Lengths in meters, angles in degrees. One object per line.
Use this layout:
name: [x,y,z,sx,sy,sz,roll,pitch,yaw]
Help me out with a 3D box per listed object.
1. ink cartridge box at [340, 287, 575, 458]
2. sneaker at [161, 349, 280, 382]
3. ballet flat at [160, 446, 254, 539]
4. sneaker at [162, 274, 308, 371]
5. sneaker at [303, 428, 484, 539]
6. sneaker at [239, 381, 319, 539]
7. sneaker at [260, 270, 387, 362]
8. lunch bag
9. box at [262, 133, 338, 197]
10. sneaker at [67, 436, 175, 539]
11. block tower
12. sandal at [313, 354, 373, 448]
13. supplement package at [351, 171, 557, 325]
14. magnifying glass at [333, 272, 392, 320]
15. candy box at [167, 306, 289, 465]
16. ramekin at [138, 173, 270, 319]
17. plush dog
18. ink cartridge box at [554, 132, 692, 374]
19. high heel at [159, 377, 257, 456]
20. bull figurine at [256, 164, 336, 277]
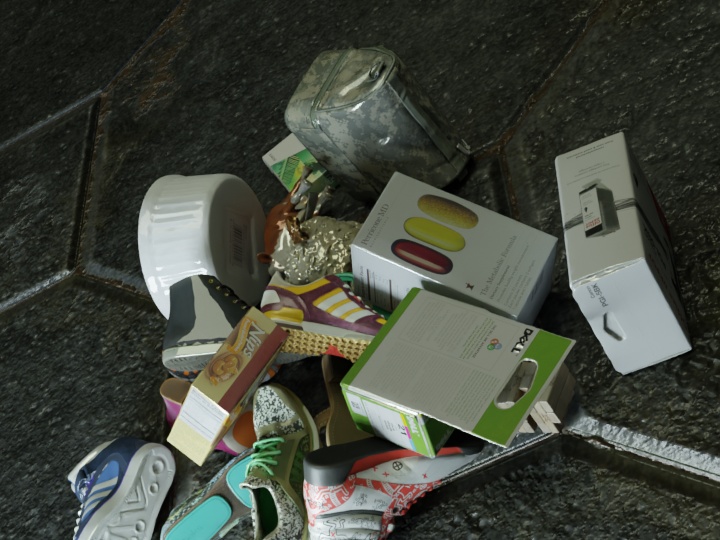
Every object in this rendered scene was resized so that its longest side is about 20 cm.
ink cartridge box: [0.103,0.116,1.484,0.198,0.076,0.148,18,55,33]
sneaker: [-0.194,0.081,1.850,0.198,0.112,0.078,-4,47,39]
ballet flat: [-0.143,0.250,1.665,0.199,0.075,0.074,-33,35,0]
sneaker: [-0.138,0.053,1.734,0.197,0.075,0.108,-5,69,7]
sneaker: [0.035,0.228,1.526,0.199,0.109,0.067,-9,18,-23]
sneaker: [-0.092,0.214,1.567,0.076,0.088,0.202,-21,68,29]
sneaker: [-0.012,0.050,1.624,0.197,0.075,0.091,11,63,-2]
lunch bag: [0.031,-0.185,1.880,0.167,0.200,0.140,5,55,48]
box: [-0.034,-0.183,2.070,0.199,0.036,0.144,-40,35,-1]
sneaker: [-0.311,0.291,1.761,0.146,0.081,0.201,-6,49,49]
block tower: [0.131,0.135,1.555,0.198,0.054,0.058,-4,47,40]
sandal: [-0.022,0.180,1.642,0.070,0.077,0.213,-52,29,33]
supplement package: [0.101,-0.003,1.611,0.198,0.110,0.114,23,61,15]
magnifying glass: [0.033,0.067,1.666,0.198,0.022,0.080,27,102,21]
candy box: [-0.148,0.131,1.619,0.116,0.055,0.200,-54,-2,-27]
ramekin: [-0.196,-0.031,1.910,0.097,0.201,0.202,-8,44,24]
plush dog: [0.000,0.000,1.763,0.170,0.161,0.201,13,55,20]
ink cartridge box: [0.271,-0.019,1.523,0.082,0.147,0.201,-20,40,19]
high heel: [-0.155,0.199,1.758,0.198,0.096,0.068,18,57,26]
bull figurine: [-0.085,-0.062,1.905,0.122,0.065,0.200,-55,12,10]
